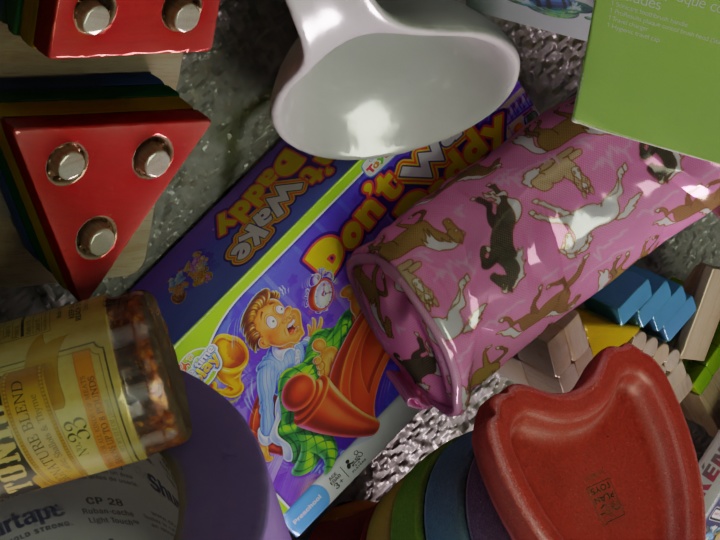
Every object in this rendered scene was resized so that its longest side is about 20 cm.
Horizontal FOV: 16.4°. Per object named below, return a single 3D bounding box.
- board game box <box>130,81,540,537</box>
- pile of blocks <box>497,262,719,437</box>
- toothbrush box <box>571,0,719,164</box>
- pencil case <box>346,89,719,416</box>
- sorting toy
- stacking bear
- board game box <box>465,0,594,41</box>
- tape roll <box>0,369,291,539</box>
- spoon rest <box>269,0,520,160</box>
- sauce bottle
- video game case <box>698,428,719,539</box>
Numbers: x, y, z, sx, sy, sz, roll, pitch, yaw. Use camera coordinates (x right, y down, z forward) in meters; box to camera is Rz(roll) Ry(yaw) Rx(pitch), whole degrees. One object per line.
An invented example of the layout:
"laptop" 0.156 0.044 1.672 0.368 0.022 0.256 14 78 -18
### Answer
"board game box" 0.000 0.000 1.071 0.200 0.045 0.135 -46 135 -6
"pile of blocks" 0.126 0.024 1.180 0.200 0.062 0.082 14 100 -51
"toothbrush box" 0.151 -0.158 0.909 0.146 0.086 0.201 -53 157 -52
"pencil case" 0.088 -0.023 1.038 0.200 0.083 0.087 -34 101 -18
"sorting toy" -0.139 -0.071 0.899 0.199 0.070 0.200 -6 120 -36
"stacking bear" 0.046 0.126 1.106 0.121 0.114 0.200 -18 171 -45
"board game box" 0.092 -0.207 0.929 0.200 0.064 0.148 82 30 -54
"tape roll" -0.121 0.130 0.946 0.200 0.200 0.085 -32 133 -18
"spoon rest" -0.001 -0.091 0.925 0.099 0.061 0.200 -18 150 10
"sauce bottle" -0.164 0.062 0.925 0.199 0.066 0.066 -18 130 1
"video game case" 0.202 0.124 1.284 0.183 0.023 0.200 -58 155 6
